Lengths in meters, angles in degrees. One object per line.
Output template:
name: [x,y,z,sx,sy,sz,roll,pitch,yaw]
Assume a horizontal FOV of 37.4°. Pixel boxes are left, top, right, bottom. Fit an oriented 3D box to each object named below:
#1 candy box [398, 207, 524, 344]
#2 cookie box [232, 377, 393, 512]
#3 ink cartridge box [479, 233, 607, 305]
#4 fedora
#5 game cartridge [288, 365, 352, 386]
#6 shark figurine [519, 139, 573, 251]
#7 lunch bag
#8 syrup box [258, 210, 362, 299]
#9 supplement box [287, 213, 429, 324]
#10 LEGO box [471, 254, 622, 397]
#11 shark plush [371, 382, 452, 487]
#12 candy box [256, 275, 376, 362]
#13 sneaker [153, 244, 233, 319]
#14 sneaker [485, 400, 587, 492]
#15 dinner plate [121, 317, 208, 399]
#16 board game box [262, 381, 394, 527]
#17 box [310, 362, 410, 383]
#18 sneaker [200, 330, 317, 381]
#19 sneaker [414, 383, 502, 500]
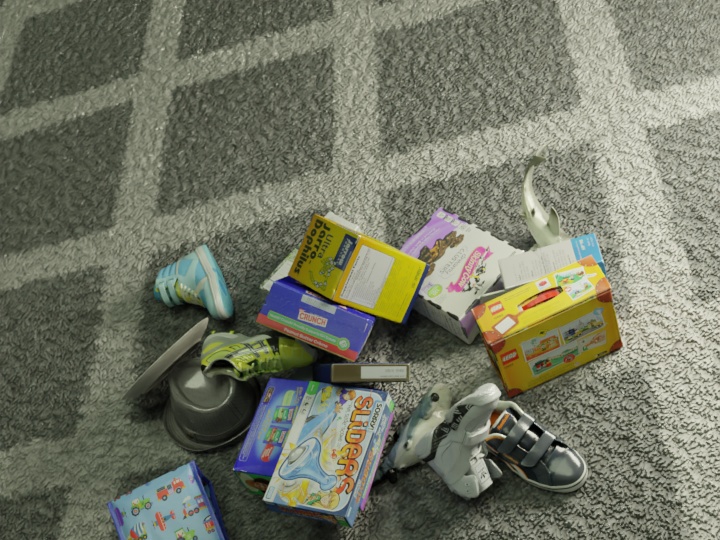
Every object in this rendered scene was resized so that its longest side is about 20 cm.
candy box: [0.160,0.004,1.793,0.168,0.072,0.199,-45,48,-16]
cookie box: [-0.069,0.262,1.620,0.198,0.075,0.172,3,53,26]
ink cartridge box: [0.290,0.025,1.688,0.198,0.116,0.067,-16,47,10]
fedora: [-0.262,0.207,1.787,0.177,0.091,0.199,-45,49,-18]
game cartridge: [-0.058,0.237,1.713,0.133,0.041,0.199,-46,49,-13]
shark figurine: [0.315,-0.100,1.799,0.128,0.216,0.089,-24,-4,42]
lunch bag: [-0.279,0.421,1.623,0.149,0.094,0.201,-26,55,-3]
syrup box: [-0.080,-0.002,1.896,0.078,0.082,0.200,28,65,36]
supplement box: [0.000,0.000,1.701,0.109,0.199,0.110,26,93,39]
LEGO box: [0.286,0.087,1.614,0.198,0.149,0.078,-24,46,1]
shark plush: [0.081,0.264,1.635,0.201,0.091,0.083,-58,30,-1]
candy box: [-0.065,0.074,1.704,0.168,0.200,0.078,23,92,3]
sneaker: [-0.312,0.046,1.959,0.130,0.080,0.200,-26,36,-3]
sneaker: [0.235,0.251,1.546,0.199,0.080,0.079,24,63,35]
dinner plate: [-0.329,0.157,1.824,0.024,0.200,0.200,46,74,2]
board game box: [-0.043,0.261,1.535,0.134,0.035,0.201,4,55,25]
box: [-0.005,0.159,1.662,0.120,0.200,0.033,1,86,-12]
sneaker: [-0.165,0.147,1.723,0.198,0.076,0.077,-3,45,16]
sneaker: [0.163,0.246,1.507,0.075,0.200,0.115,-28,72,-42]
